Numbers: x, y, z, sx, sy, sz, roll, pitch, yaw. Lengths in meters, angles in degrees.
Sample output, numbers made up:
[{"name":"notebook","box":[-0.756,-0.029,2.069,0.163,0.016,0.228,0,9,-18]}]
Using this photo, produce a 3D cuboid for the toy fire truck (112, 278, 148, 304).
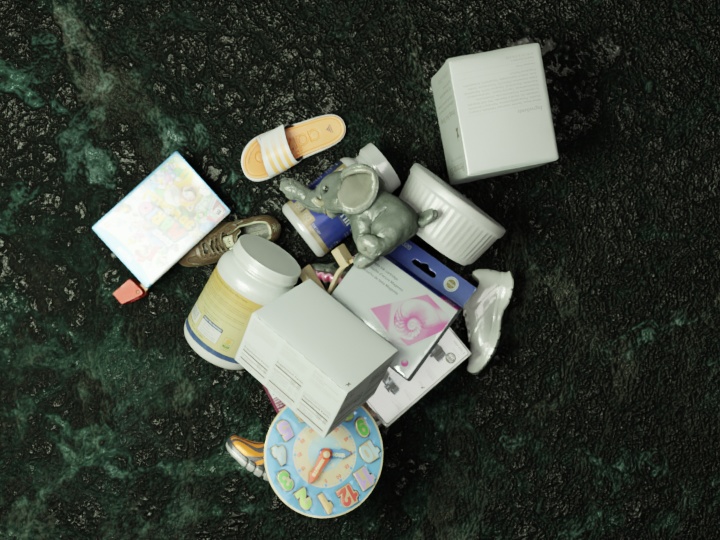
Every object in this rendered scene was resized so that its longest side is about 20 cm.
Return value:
[{"name":"toy fire truck","box":[-0.381,-0.050,1.392,0.199,0.049,0.142,-38,90,-3]}]

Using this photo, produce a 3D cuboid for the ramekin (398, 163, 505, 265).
[{"name":"ramekin","box":[0.149,-0.093,1.365,0.202,0.202,0.095,36,101,-5]}]

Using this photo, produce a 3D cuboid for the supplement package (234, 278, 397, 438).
[{"name":"supplement package","box":[-0.071,0.136,1.259,0.199,0.155,0.111,38,127,16]}]

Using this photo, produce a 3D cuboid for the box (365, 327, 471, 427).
[{"name":"box","box":[0.081,0.165,1.371,0.200,0.060,0.117,-41,94,-3]}]

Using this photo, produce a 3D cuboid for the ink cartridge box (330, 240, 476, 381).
[{"name":"ink cartridge box","box":[0.064,0.051,1.332,0.196,0.043,0.201,35,85,15]}]

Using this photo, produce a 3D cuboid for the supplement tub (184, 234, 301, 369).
[{"name":"supplement tub","box":[-0.202,0.054,1.343,0.144,0.145,0.201,31,108,-4]}]

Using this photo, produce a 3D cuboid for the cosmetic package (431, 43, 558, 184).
[{"name":"cosmetic package","box":[0.233,-0.271,1.373,0.164,0.167,0.202,-11,92,-4]}]

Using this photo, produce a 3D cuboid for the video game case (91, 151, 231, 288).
[{"name":"video game case","box":[-0.347,-0.089,1.362,0.200,0.018,0.143,-43,94,-5]}]

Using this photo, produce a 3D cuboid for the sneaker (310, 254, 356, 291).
[{"name":"sneaker","box":[0.000,0.000,1.424,0.197,0.079,0.096,6,63,1]}]

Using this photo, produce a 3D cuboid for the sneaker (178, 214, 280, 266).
[{"name":"sneaker","box":[-0.241,-0.058,1.393,0.198,0.076,0.071,-19,93,-2]}]

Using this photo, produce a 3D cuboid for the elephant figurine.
[{"name":"elephant figurine","box":[-0.007,-0.115,1.276,0.154,0.141,0.201,-30,85,-32]}]

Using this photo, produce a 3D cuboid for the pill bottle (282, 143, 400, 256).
[{"name":"pill bottle","box":[-0.032,-0.128,1.386,0.199,0.116,0.116,-39,94,-2]}]

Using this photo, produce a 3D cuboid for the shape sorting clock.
[{"name":"shape sorting clock","box":[-0.058,0.298,1.266,0.198,0.039,0.203,3,80,-14]}]

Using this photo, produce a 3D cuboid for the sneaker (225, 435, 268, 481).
[{"name":"sneaker","box":[-0.122,0.303,1.314,0.199,0.078,0.113,31,88,-13]}]

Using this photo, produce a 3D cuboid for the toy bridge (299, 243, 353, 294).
[{"name":"toy bridge","box":[-0.083,0.023,1.375,0.199,0.027,0.068,-29,94,35]}]

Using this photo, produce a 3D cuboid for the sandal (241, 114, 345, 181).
[{"name":"sandal","box":[-0.124,-0.232,1.403,0.205,0.059,0.080,-26,93,-3]}]

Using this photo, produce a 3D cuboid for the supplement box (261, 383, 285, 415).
[{"name":"supplement box","box":[-0.107,0.233,1.396,0.085,0.110,0.202,-27,93,-1]}]

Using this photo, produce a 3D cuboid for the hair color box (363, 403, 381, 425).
[{"name":"hair color box","box":[0.065,0.193,1.432,0.199,0.061,0.102,-38,94,-1]}]

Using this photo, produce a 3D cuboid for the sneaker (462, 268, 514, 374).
[{"name":"sneaker","box":[0.224,0.092,1.444,0.086,0.075,0.202,14,84,7]}]
